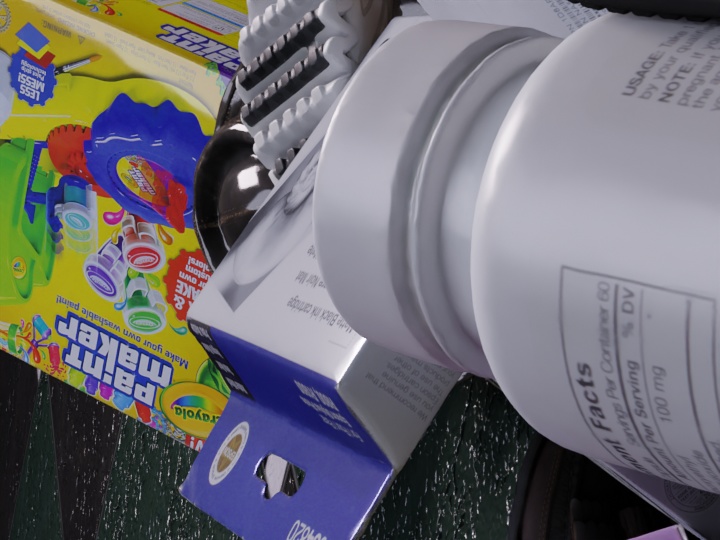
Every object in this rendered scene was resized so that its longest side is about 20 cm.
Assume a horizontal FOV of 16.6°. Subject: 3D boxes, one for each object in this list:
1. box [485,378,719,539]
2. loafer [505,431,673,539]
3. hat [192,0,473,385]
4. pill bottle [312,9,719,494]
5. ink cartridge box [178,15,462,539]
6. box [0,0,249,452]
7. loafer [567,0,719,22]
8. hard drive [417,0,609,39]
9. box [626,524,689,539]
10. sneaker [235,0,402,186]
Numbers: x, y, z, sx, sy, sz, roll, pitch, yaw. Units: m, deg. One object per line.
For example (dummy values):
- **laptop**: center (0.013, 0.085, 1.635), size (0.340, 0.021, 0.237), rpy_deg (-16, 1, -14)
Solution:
- **box**: center (0.094, 0.005, 0.758), size (0.117, 0.060, 0.200), rpy_deg (-54, 17, 1)
- **loafer**: center (0.091, 0.141, 0.816), size (0.063, 0.072, 0.201), rpy_deg (-21, 61, 51)
- **hat**: center (-0.016, -0.033, 1.057), size (0.200, 0.081, 0.201), rpy_deg (1, 92, 40)
- **pill bottle**: center (0.090, -0.004, 0.590), size (0.200, 0.114, 0.115), rpy_deg (14, 99, 40)
- **ink cartridge box**: center (0.000, 0.000, 0.848), size (0.200, 0.041, 0.200), rpy_deg (-57, 17, -7)
- **box**: center (-0.089, -0.037, 1.243), size (0.122, 0.200, 0.193), rpy_deg (-24, -48, -54)
- **loafer**: center (0.126, -0.091, 0.544), size (0.073, 0.199, 0.072), rpy_deg (-39, -52, -52)
- **hard drive**: center (0.093, -0.098, 0.646), size (0.200, 0.132, 0.025), rpy_deg (-21, 26, 48)
- **box**: center (0.021, 0.190, 0.672), size (0.097, 0.199, 0.176), rpy_deg (-109, 3, -58)
- **sneaker**: center (-0.007, -0.117, 1.000), size (0.075, 0.081, 0.201), rpy_deg (-23, 68, 52)
